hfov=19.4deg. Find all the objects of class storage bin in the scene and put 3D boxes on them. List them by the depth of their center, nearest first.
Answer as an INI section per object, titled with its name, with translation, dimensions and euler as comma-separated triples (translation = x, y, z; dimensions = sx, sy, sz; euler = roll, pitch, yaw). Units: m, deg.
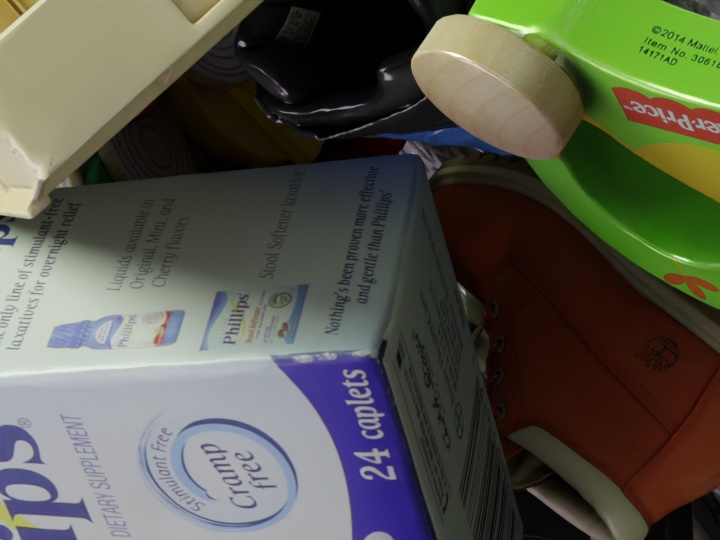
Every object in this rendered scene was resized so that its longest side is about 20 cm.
[storage bin]
translation = -0.076, -0.117, 0.651
dimensions = 0.094, 0.200, 0.199
euler = 50, 166, -16

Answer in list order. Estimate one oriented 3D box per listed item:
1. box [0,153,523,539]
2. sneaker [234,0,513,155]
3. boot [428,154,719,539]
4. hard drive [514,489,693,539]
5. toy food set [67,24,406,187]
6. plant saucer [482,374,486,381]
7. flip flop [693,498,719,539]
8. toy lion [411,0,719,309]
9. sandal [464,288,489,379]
[box]
translation = -0.060, 0.068, 0.732
dimensions = 0.200, 0.105, 0.184
euler = -5, 129, 16
[sneaker]
translation = -0.004, -0.082, 0.706
dimensions = 0.111, 0.077, 0.200
euler = 14, -174, -38
[boot]
translation = 0.070, 0.028, 0.823
dimensions = 0.200, 0.107, 0.075
euler = 37, 166, 43
[hard drive]
translation = 0.063, 0.118, 0.828
dimensions = 0.038, 0.140, 0.200
euler = 56, -157, -33
[toy food set]
translation = -0.045, -0.056, 0.824
dimensions = 0.049, 0.200, 0.198
euler = -24, 120, 38
[plant saucer]
translation = 0.000, 0.000, 0.893
dimensions = 0.019, 0.070, 0.200
euler = 100, 154, -49
[flip flop]
translation = 0.121, 0.133, 1.061
dimensions = 0.081, 0.058, 0.200
euler = 50, 166, -12
[toy lion]
translation = 0.134, -0.008, 0.582
dimensions = 0.200, 0.069, 0.192
euler = 21, 159, 38
[sandal]
translation = 0.064, 0.048, 0.997
dimensions = 0.080, 0.057, 0.201
euler = 43, 166, 15
